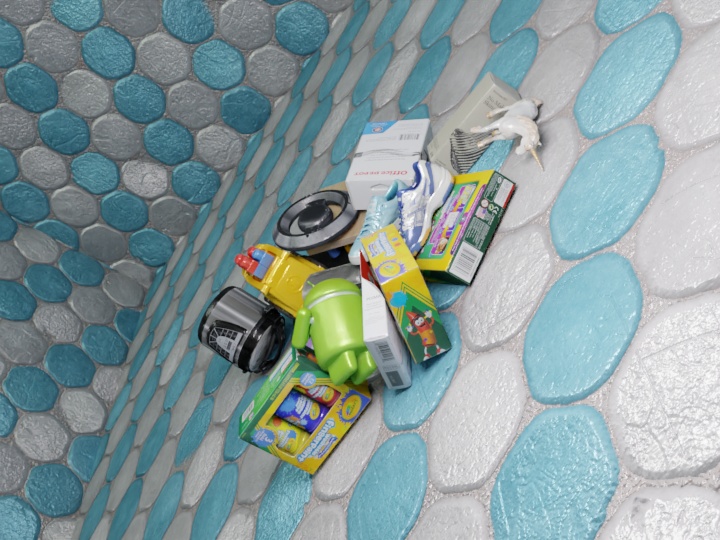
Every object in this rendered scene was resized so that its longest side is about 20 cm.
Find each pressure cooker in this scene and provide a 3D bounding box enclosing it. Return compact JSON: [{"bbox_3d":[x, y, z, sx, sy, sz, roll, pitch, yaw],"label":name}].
[{"bbox_3d":[-0.280,0.152,2.144,0.179,0.199,0.176,-56,-13,-16],"label":"pressure cooker"}]

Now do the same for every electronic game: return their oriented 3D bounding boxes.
[{"bbox_3d":[-0.095,-0.107,1.827,0.199,0.042,0.201,-17,34,12],"label":"electronic game"}]

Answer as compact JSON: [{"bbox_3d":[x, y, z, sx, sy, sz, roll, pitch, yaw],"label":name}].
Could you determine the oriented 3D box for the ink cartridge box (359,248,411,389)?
[{"bbox_3d":[0.044,0.080,1.501,0.057,0.163,0.201,-9,51,15],"label":"ink cartridge box"}]

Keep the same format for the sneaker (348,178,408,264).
[{"bbox_3d":[0.029,-0.098,1.654,0.074,0.082,0.200,-4,39,49],"label":"sneaker"}]

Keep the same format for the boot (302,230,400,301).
[{"bbox_3d":[-0.001,-0.002,1.699,0.199,0.073,0.182,-24,9,32],"label":"boot"}]

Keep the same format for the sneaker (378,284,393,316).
[{"bbox_3d":[0.030,0.080,1.674,0.079,0.078,0.201,-50,21,40],"label":"sneaker"}]

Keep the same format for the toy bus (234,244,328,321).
[{"bbox_3d":[-0.190,0.005,1.864,0.136,0.191,0.200,-61,28,-3],"label":"toy bus"}]

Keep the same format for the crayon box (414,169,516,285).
[{"bbox_3d":[0.179,-0.077,1.560,0.201,0.058,0.172,-64,18,-8],"label":"crayon box"}]

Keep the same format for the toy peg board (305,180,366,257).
[{"bbox_3d":[0.002,-0.105,1.869,0.198,0.098,0.201,-16,40,25],"label":"toy peg board"}]

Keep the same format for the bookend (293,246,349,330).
[{"bbox_3d":[-0.059,0.026,1.932,0.200,0.092,0.199,-45,30,25],"label":"bookend"}]

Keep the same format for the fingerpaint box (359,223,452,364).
[{"bbox_3d":[0.077,0.035,1.491,0.073,0.168,0.200,-25,25,1],"label":"fingerpaint box"}]

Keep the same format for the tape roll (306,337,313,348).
[{"bbox_3d":[-0.044,0.158,1.765,0.200,0.065,0.201,-47,25,30],"label":"tape roll"}]

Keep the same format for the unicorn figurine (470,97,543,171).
[{"bbox_3d":[0.272,-0.256,1.540,0.137,0.074,0.201,-11,42,40],"label":"unicorn figurine"}]

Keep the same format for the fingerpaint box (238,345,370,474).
[{"bbox_3d":[-0.105,0.258,1.610,0.200,0.166,0.073,-53,20,17],"label":"fingerpaint box"}]

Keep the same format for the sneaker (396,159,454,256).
[{"bbox_3d":[0.094,-0.109,1.606,0.201,0.088,0.075,-65,16,-5],"label":"sneaker"}]

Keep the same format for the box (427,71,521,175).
[{"bbox_3d":[0.223,-0.282,1.697,0.200,0.082,0.069,-51,22,28],"label":"box"}]

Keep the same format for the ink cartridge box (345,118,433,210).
[{"bbox_3d":[0.066,-0.221,1.798,0.144,0.084,0.201,0,45,18],"label":"ink cartridge box"}]

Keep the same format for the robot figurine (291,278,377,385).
[{"bbox_3d":[-0.035,0.102,1.542,0.116,0.175,0.201,-49,51,45],"label":"robot figurine"}]
